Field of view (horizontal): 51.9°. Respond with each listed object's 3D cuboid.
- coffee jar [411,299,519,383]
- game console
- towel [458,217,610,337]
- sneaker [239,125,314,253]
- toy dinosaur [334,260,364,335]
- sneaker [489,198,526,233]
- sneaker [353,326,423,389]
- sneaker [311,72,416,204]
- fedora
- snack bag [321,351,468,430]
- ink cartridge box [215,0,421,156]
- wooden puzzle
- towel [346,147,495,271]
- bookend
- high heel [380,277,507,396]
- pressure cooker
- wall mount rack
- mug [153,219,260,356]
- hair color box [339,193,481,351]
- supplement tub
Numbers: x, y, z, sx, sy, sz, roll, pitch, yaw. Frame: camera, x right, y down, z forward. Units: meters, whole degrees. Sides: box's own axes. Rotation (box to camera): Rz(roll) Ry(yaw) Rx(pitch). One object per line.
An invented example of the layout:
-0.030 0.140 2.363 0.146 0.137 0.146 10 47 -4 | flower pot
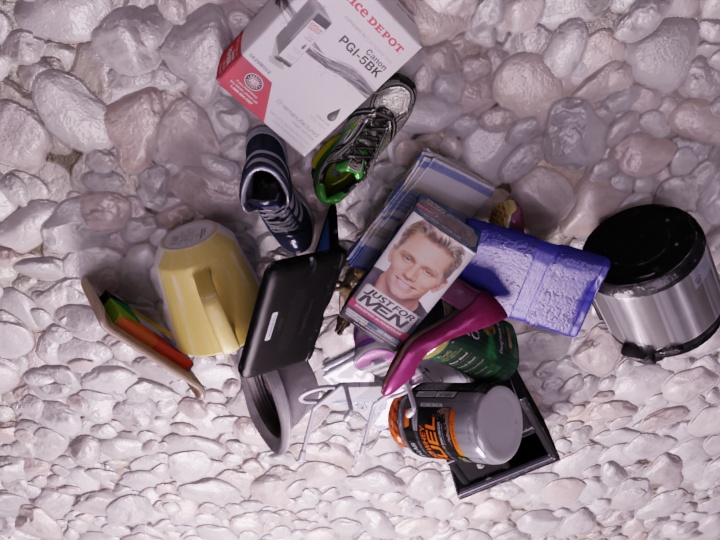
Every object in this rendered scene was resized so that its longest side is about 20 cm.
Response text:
0.147 0.101 1.136 0.200 0.105 0.085 22 138 -29 | coffee jar
-0.099 0.025 1.016 0.176 0.116 0.200 -13 137 -38 | game console
0.226 0.007 1.021 0.199 0.050 0.148 17 133 6 | towel
-0.110 -0.080 0.984 0.070 0.109 0.200 -12 128 6 | sneaker
0.000 0.000 1.103 0.101 0.058 0.200 28 106 -36 | toy dinosaur
0.236 -0.026 1.081 0.090 0.075 0.200 -4 137 1 | sneaker
0.039 0.129 1.163 0.080 0.089 0.200 -23 147 9 | sneaker
0.008 -0.162 0.946 0.078 0.085 0.200 24 121 -22 | sneaker
-0.125 0.184 1.179 0.090 0.177 0.201 -21 121 -25 | fedora
0.065 0.184 1.260 0.200 0.021 0.189 -29 124 17 | snack bag
-0.049 -0.258 0.867 0.200 0.083 0.147 -39 120 24 | ink cartridge box
-0.313 0.092 1.072 0.037 0.185 0.200 -49 120 -8 | wooden puzzle
0.083 -0.067 1.036 0.147 0.024 0.200 18 119 -36 | towel
0.218 0.282 1.295 0.198 0.092 0.200 -25 128 11 | bookend
0.113 0.110 1.019 0.096 0.067 0.200 35 99 -1 | high heel
0.427 0.029 1.071 0.176 0.179 0.200 -29 124 13 | pressure cooker
-0.012 0.228 1.140 0.199 0.075 0.174 4 147 -33 | wall mount rack
-0.201 0.018 1.026 0.186 0.149 0.154 13 130 40 | mug
0.064 0.007 0.995 0.100 0.061 0.200 33 122 -3 | hair color box
0.146 0.240 1.177 0.200 0.123 0.122 -10 137 47 | supplement tub
